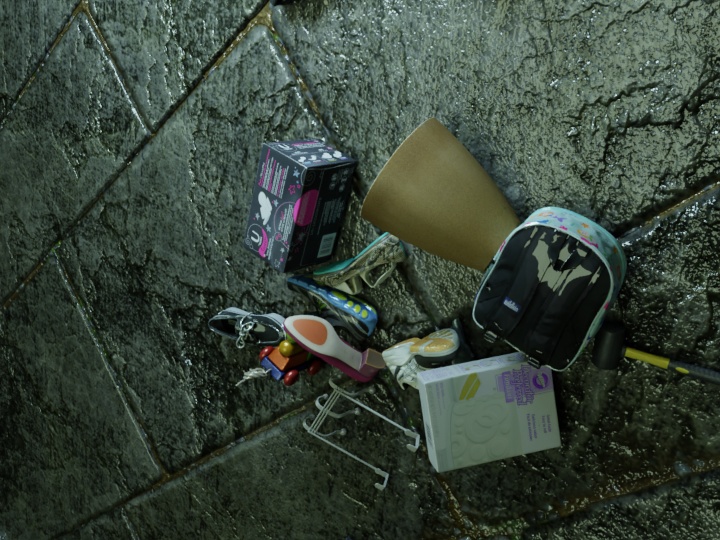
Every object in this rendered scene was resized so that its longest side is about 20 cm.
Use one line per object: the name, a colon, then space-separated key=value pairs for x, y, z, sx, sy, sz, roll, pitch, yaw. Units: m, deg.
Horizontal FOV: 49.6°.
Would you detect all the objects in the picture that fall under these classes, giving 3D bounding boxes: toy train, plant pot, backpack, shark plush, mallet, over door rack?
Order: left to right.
toy train: x=-0.135 y=0.145 z=1.421 sx=0.085 sy=0.200 sz=0.116 roll=40 pitch=119 yaw=22
over door rack: x=0.004 y=0.293 z=1.445 sx=0.200 sy=0.067 sz=0.148 roll=37 pitch=128 yaw=8
plant pot: x=0.133 y=-0.093 z=1.167 sx=0.200 sy=0.186 sz=0.187 roll=39 pitch=124 yaw=10
shark plush: x=0.198 y=0.176 z=1.281 sx=0.083 sy=0.091 sz=0.201 roll=-26 pitch=65 yaw=21
backpack: x=0.272 y=0.015 z=1.092 sx=0.177 sy=0.150 sz=0.200 roll=31 pitch=129 yaw=19
mallet: x=0.423 y=0.119 z=1.084 sx=0.199 sy=0.041 sz=0.066 roll=9 pitch=112 yaw=32

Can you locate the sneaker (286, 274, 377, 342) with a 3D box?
sneaker: x=-0.061 y=0.067 z=1.420 sx=0.199 sy=0.071 sz=0.083 roll=30 pitch=114 yaw=24

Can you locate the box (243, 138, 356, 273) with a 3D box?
box: x=-0.108 y=-0.117 z=1.364 sx=0.115 sy=0.132 sz=0.201 roll=33 pitch=121 yaw=30

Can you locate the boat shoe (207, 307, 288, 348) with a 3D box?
boat shoe: x=-0.224 y=0.118 z=1.564 sx=0.199 sy=0.068 sz=0.074 roll=16 pitch=113 yaw=33

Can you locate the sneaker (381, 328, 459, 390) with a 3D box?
sneaker: x=0.114 y=0.154 z=1.294 sx=0.088 sy=0.075 sz=0.200 roll=66 pitch=154 yaw=1

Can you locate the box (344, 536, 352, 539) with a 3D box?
box: x=-0.007 y=0.674 z=1.524 sx=0.198 sy=0.123 sz=0.201 roll=30 pitch=118 yaw=26

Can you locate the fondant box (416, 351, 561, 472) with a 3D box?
fondant box: x=0.196 y=0.213 z=1.194 sx=0.058 sy=0.199 sz=0.145 roll=-140 pitch=40 yaw=-78

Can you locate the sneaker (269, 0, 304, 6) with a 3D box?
sneaker: x=-0.087 y=-0.491 z=1.284 sx=0.200 sy=0.074 sz=0.085 roll=3 pitch=111 yaw=47

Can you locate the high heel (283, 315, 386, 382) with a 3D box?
high heel: x=-0.058 y=0.146 z=1.389 sx=0.200 sy=0.068 sz=0.096 roll=29 pitch=146 yaw=-10

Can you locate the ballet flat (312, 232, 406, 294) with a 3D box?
ballet flat: x=0.000 y=0.000 z=1.361 sx=0.200 sy=0.068 sz=0.075 roll=-27 pitch=96 yaw=36
